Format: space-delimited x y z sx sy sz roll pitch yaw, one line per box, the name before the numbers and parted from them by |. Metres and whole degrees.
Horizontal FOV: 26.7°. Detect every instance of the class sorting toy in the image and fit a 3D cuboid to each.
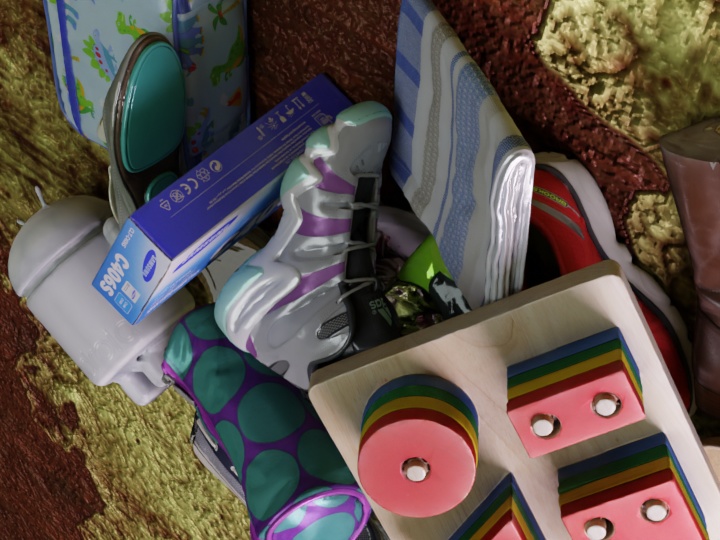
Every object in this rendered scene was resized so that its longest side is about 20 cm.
sorting toy | 0.096 0.124 0.889 0.198 0.070 0.200 -22 114 16

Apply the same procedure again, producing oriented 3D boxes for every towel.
towel | 0.056 -0.067 0.928 0.200 0.024 0.147 -115 21 -47

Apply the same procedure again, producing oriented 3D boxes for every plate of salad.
plate of salad | 0.037 0.044 1.111 0.200 0.048 0.201 27 138 27

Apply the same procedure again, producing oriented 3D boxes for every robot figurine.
robot figurine | -0.221 0.017 1.297 0.200 0.113 0.170 49 133 1

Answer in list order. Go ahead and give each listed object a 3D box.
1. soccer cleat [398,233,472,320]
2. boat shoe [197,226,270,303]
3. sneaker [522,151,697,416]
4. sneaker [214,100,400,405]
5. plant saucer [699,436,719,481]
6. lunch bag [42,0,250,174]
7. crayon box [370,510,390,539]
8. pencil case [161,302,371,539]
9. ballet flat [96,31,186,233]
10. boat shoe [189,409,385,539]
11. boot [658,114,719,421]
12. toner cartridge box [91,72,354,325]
soccer cleat | 0.107 0.054 1.021 0.081 0.068 0.200 -36 92 36
boat shoe | -0.098 -0.010 1.200 0.201 0.063 0.073 41 115 5
sneaker | 0.137 0.025 0.960 0.200 0.085 0.077 55 144 -6
sneaker | 0.000 0.000 1.006 0.140 0.078 0.200 41 117 23
plant saucer | 0.273 0.165 0.955 0.200 0.035 0.200 30 152 18
lunch bag | -0.161 -0.171 1.104 0.161 0.082 0.200 30 138 29
crayon box | -0.021 0.157 1.263 0.200 0.051 0.127 54 143 -7
pencil case | -0.073 0.118 1.104 0.200 0.092 0.085 55 160 37
ballet flat | -0.156 -0.078 1.057 0.064 0.067 0.201 25 134 33
boat shoe | -0.058 0.161 1.199 0.200 0.075 0.093 36 148 18
boot | 0.258 0.009 0.851 0.186 0.064 0.201 12 124 37
toner cartridge box | -0.089 -0.051 1.032 0.043 0.200 0.095 45 143 5
